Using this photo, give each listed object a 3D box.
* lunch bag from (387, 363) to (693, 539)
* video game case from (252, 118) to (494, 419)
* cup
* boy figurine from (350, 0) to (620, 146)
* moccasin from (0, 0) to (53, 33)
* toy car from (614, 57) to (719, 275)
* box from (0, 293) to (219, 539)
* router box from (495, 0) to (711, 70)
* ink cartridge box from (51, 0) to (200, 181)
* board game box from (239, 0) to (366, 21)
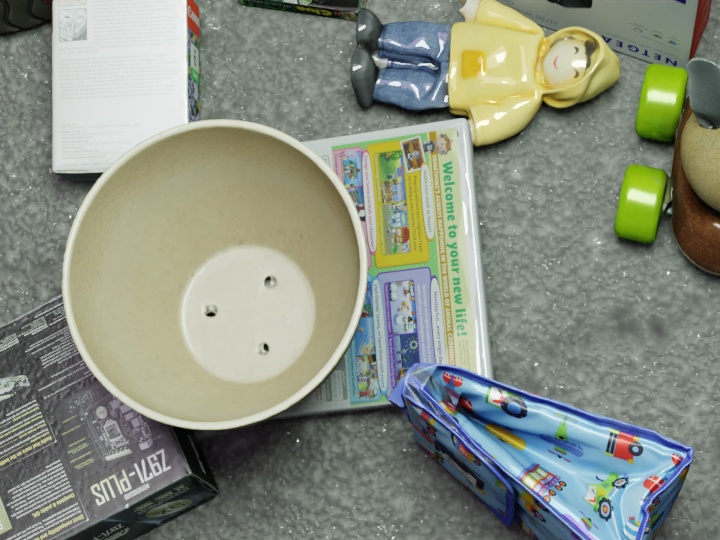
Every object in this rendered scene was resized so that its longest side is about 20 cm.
[{"bbox_3d":[0.108,0.121,1.008,0.199,0.151,0.095,29,78,16],"label":"lunch bag"},{"bbox_3d":[0.000,0.000,1.110,0.180,0.022,0.203,-7,78,13],"label":"video game case"},{"bbox_3d":[-0.087,0.016,1.036,0.198,0.143,0.203,-1,77,5],"label":"cup"},{"bbox_3d":[0.094,-0.148,1.144,0.198,0.064,0.126,7,72,14],"label":"boy figurine"},{"bbox_3d":[-0.254,-0.254,1.224,0.200,0.074,0.078,-28,57,2],"label":"moccasin"},{"bbox_3d":[0.265,-0.094,1.028,0.162,0.200,0.160,11,74,11],"label":"toy car"},{"bbox_3d":[-0.227,0.126,1.089,0.198,0.086,0.165,-28,70,-1],"label":"box"},{"bbox_3d":[0.158,-0.230,1.099,0.198,0.180,0.049,21,76,15],"label":"router box"},{"bbox_3d":[-0.180,-0.173,1.176,0.108,0.050,0.203,-2,84,7],"label":"ink cartridge box"},{"bbox_3d":[-0.028,-0.301,1.231,0.104,0.023,0.202,10,75,13],"label":"board game box"}]
